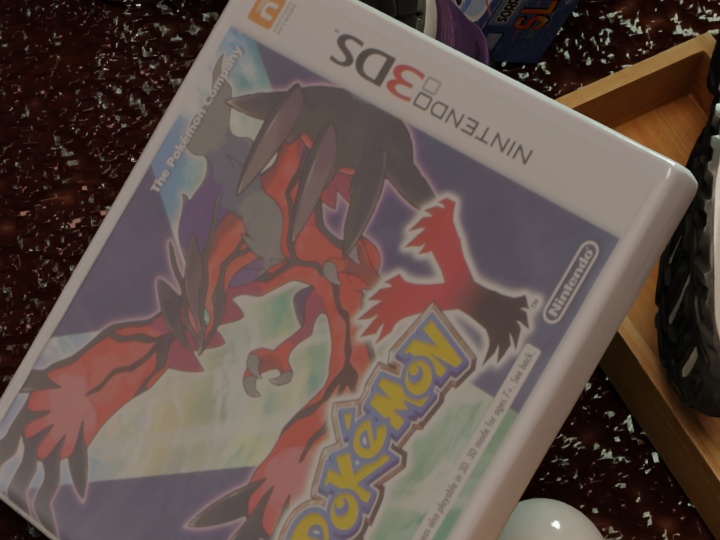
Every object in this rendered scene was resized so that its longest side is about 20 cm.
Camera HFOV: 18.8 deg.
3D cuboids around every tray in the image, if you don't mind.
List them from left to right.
[{"bbox_3d":[0.133,0.016,0.763,0.098,0.037,0.201,-24,64,-16],"label":"tray"}]

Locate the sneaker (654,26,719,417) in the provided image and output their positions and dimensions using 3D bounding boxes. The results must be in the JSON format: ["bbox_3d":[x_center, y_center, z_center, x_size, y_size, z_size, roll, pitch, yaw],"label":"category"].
[{"bbox_3d":[0.150,-0.038,0.736,0.079,0.074,0.201,20,60,3],"label":"sneaker"}]

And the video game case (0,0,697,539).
[{"bbox_3d":[-0.017,0.020,0.680,0.182,0.023,0.201,31,91,35],"label":"video game case"}]

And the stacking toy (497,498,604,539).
[{"bbox_3d":[0.053,0.151,0.649,0.145,0.147,0.201,4,40,0],"label":"stacking toy"}]

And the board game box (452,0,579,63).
[{"bbox_3d":[0.060,-0.199,0.823,0.034,0.136,0.201,1,60,-21],"label":"board game box"}]

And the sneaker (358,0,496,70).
[{"bbox_3d":[0.000,0.000,0.745,0.075,0.087,0.201,17,83,37],"label":"sneaker"}]
